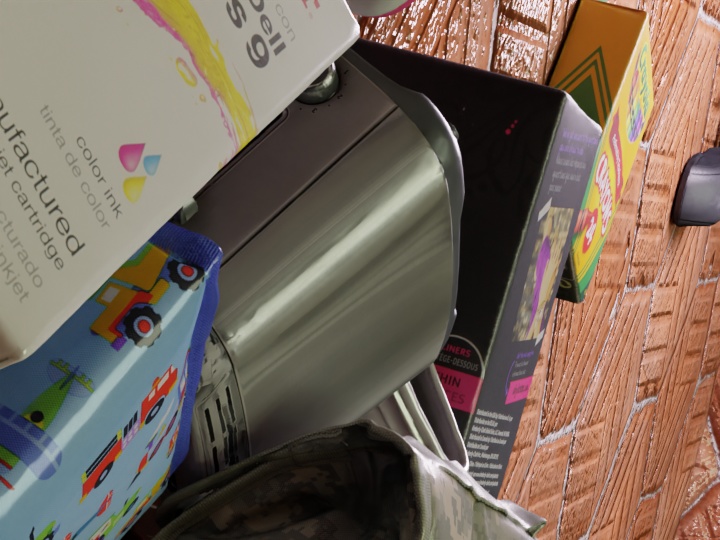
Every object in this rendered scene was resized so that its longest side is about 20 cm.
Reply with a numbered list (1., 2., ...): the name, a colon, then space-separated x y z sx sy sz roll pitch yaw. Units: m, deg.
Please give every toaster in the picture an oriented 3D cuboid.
1. toaster: -0.042 0.004 0.810 0.129 0.114 0.200 -39 158 -20

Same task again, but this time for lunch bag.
1. lunch bag: -0.019 0.151 0.809 0.200 0.117 0.164 -55 150 -4
2. lunch bag: -0.115 0.077 0.684 0.151 0.094 0.200 -50 159 -25

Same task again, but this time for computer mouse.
1. computer mouse: 0.356 -0.109 2.184 0.200 0.046 0.141 -15 120 -71

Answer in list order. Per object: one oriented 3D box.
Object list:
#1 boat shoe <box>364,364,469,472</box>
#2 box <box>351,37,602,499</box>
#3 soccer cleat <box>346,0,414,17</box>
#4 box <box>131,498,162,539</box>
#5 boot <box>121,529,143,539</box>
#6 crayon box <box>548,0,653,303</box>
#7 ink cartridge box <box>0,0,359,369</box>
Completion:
1. boat shoe: 0.000 0.000 0.953 0.074 0.065 0.201 -48 124 -68
2. box: 0.024 0.005 1.051 0.106 0.122 0.201 23 83 -73
3. soccer cleat: 0.020 -0.210 0.964 0.086 0.070 0.201 42 64 -51
4. box: -0.056 0.192 1.004 0.075 0.100 0.201 -40 142 -62
5. boot: -0.104 0.186 0.897 0.200 0.072 0.145 65 42 -61
6. crayon box: 0.156 -0.095 1.528 0.127 0.051 0.201 69 39 -64
7. ink cartridge box: -0.097 -0.073 0.539 0.146 0.087 0.200 63 29 -14
